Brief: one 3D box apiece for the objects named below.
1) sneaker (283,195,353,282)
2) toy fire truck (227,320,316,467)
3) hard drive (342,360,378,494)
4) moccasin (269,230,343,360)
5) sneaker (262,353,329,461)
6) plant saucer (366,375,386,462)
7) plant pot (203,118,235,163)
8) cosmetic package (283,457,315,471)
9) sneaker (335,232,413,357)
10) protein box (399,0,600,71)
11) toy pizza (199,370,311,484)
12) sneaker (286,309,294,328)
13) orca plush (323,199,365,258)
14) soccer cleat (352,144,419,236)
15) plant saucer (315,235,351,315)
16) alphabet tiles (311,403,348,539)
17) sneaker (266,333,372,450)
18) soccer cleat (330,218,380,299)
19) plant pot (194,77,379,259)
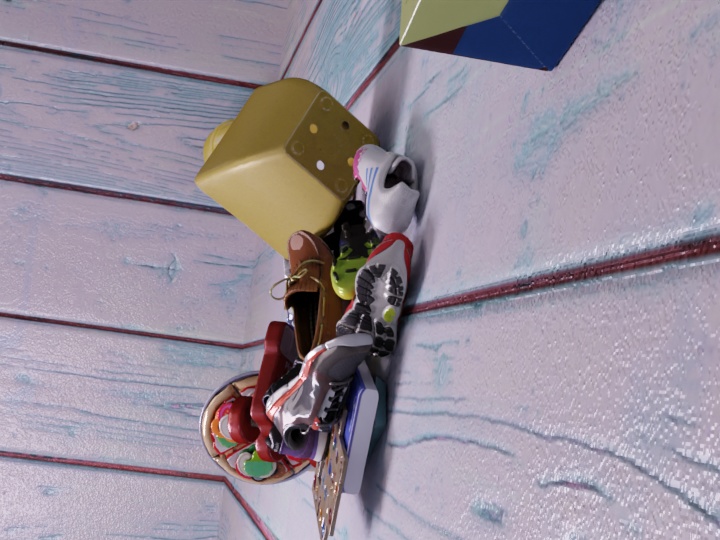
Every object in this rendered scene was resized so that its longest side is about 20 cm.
[{"bbox_3d":[-0.063,-0.051,1.857,0.077,0.078,0.201,103,-167,-67],"label":"sneaker"},{"bbox_3d":[-0.094,0.182,1.655,0.200,0.111,0.170,49,-130,-54],"label":"toy fire truck"},{"bbox_3d":[-0.013,0.180,1.473,0.200,0.025,0.134,-117,37,-75],"label":"hard drive"},{"bbox_3d":[-0.070,0.035,1.518,0.073,0.077,0.204,-32,54,38],"label":"moccasin"},{"bbox_3d":[-0.083,0.150,1.531,0.076,0.086,0.202,110,166,-50],"label":"sneaker"},{"bbox_3d":[0.003,0.212,1.474,0.201,0.019,0.071,113,163,-53],"label":"plant saucer"},{"bbox_3d":[-0.328,-0.353,3.335,0.188,0.199,0.203,-26,55,59],"label":"plant pot"},{"bbox_3d":[-0.098,0.206,1.806,0.073,0.102,0.202,-105,24,-63],"label":"cosmetic package"},{"bbox_3d":[0.027,0.031,1.394,0.201,0.076,0.085,113,-177,-52],"label":"sneaker"},{"bbox_3d":[0.120,-0.299,0.894,0.199,0.133,0.202,120,155,-66],"label":"protein box"},{"bbox_3d":[-0.146,0.244,1.760,0.032,0.198,0.202,-97,18,-66],"label":"toy pizza"},{"bbox_3d":[-0.075,0.067,1.837,0.200,0.084,0.078,119,157,-62],"label":"sneaker"},{"bbox_3d":[-0.032,-0.017,1.700,0.105,0.070,0.203,127,149,-71],"label":"orca plush"},{"bbox_3d":[0.040,-0.116,1.432,0.087,0.069,0.201,-58,23,27],"label":"soccer cleat"},{"bbox_3d":[-0.054,0.051,1.641,0.200,0.034,0.203,164,90,-73],"label":"plant saucer"},{"bbox_3d":[-0.037,0.241,1.456,0.200,0.007,0.169,-115,35,-74],"label":"alphabet tiles"},{"bbox_3d":[-0.038,0.150,1.403,0.200,0.076,0.083,-49,55,40],"label":"sneaker"},{"bbox_3d":[0.001,0.000,1.515,0.201,0.064,0.085,-84,-17,-67],"label":"soccer cleat"},{"bbox_3d":[-0.084,-0.161,1.678,0.199,0.195,0.195,-16,39,60],"label":"plant pot"}]
